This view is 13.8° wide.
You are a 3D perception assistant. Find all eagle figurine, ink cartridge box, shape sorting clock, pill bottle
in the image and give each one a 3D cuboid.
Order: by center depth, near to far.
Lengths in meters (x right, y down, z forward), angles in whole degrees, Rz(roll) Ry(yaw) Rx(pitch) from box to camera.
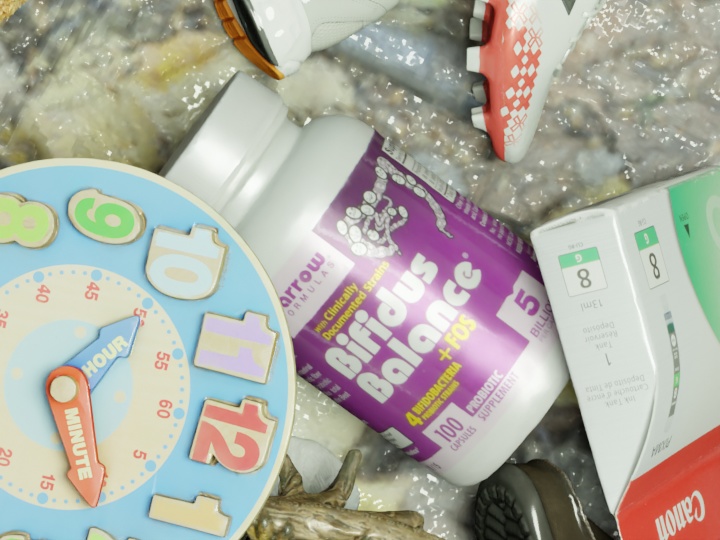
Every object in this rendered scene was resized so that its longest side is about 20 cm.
[{"bbox_3d":[-0.127,0.051,1.289,0.199,0.039,0.201,0,87,2],"label":"shape sorting clock"},{"bbox_3d":[0.150,0.060,1.355,0.050,0.161,0.200,-17,91,26],"label":"ink cartridge box"},{"bbox_3d":[0.000,0.000,1.355,0.200,0.112,0.112,36,86,-7],"label":"pill bottle"},{"bbox_3d":[-0.044,0.187,1.359,0.152,0.151,0.200,34,122,32],"label":"eagle figurine"}]

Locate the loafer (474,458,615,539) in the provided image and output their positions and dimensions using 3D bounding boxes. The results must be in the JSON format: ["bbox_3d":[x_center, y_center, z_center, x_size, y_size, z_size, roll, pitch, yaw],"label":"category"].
[{"bbox_3d":[0.118,0.161,1.387,0.071,0.073,0.200,-35,116,-16],"label":"loafer"}]

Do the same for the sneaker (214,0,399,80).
[{"bbox_3d":[-0.044,-0.195,1.375,0.092,0.076,0.200,-25,101,-15],"label":"sneaker"}]

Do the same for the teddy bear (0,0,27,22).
[{"bbox_3d":[-0.227,-0.182,1.309,0.145,0.067,0.200,-33,95,-3],"label":"teddy bear"}]

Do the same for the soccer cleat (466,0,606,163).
[{"bbox_3d":[0.096,-0.142,1.366,0.085,0.069,0.201,7,110,1],"label":"soccer cleat"}]
